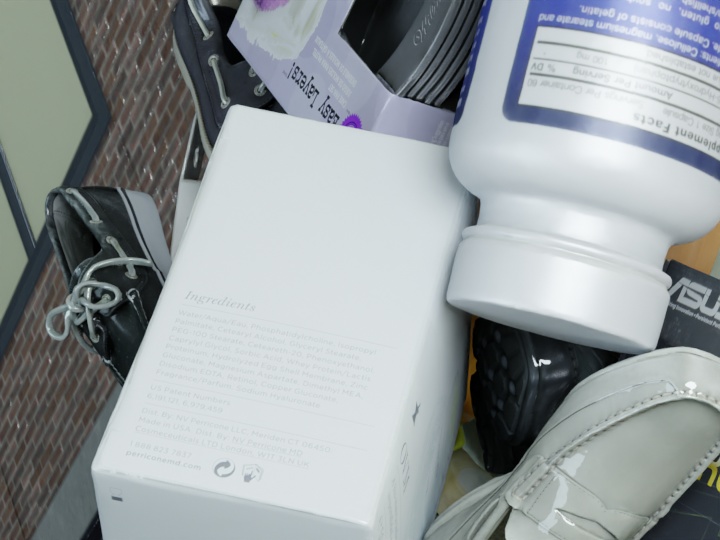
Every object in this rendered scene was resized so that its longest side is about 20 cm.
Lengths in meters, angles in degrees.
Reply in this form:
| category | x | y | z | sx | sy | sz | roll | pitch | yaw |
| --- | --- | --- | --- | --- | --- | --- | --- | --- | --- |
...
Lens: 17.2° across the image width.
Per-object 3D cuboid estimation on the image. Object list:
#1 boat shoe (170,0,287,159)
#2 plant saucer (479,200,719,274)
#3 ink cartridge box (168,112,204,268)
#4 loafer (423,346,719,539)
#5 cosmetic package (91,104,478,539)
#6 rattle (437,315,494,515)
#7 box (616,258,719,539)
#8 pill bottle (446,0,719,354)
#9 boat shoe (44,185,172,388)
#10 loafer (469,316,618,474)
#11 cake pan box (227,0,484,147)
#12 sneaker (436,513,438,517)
| category | x | y | z | sx | sy | sz | roll | pitch | yaw |
| --- | --- | --- | --- | --- | --- | --- | --- | --- | --- |
| boat shoe | -0.057 | -0.106 | 1.321 | 0.200 | 0.073 | 0.063 | -121 | 28 | -44 |
| plant saucer | 0.088 | -0.055 | 1.144 | 0.200 | 0.037 | 0.200 | 23 | 122 | 43 |
| ink cartridge box | -0.082 | 0.014 | 1.441 | 0.116 | 0.067 | 0.200 | 108 | 170 | -84 |
| loafer | 0.092 | 0.103 | 1.009 | 0.200 | 0.070 | 0.070 | -48 | 22 | 42 |
| cosmetic package | -0.026 | 0.071 | 1.070 | 0.199 | 0.123 | 0.200 | 89 | -166 | -54 |
| rattle | 0.007 | 0.107 | 1.234 | 0.130 | 0.200 | 0.143 | 55 | 132 | 10 |
| box | 0.169 | 0.098 | 1.011 | 0.200 | 0.049 | 0.161 | 30 | 94 | 57 |
| pill bottle | 0.103 | -0.073 | 0.995 | 0.120 | 0.120 | 0.200 | 4 | 78 | 62 |
| boat shoe | -0.138 | 0.017 | 1.355 | 0.074 | 0.068 | 0.199 | -58 | 35 | 33 |
| loafer | 0.091 | 0.053 | 1.129 | 0.201 | 0.070 | 0.068 | 85 | 172 | -75 |
| cake pan box | 0.019 | -0.148 | 1.145 | 0.184 | 0.052 | 0.200 | -65 | 31 | 20 |
| sneaker | 0.016 | 0.176 | 1.344 | 0.074 | 0.087 | 0.200 | -17 | 88 | 21 |
